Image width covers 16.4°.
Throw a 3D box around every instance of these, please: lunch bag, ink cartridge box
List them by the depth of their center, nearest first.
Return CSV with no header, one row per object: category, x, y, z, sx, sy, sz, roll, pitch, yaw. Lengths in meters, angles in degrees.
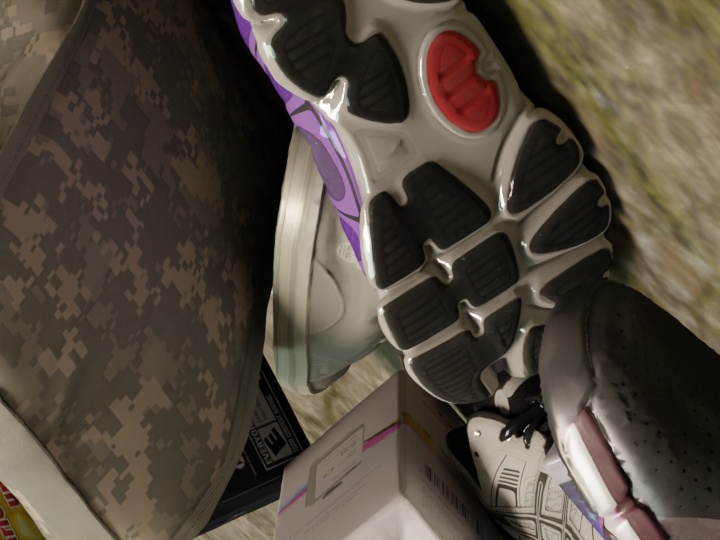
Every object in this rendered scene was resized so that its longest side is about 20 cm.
lunch bag,-0.107,-0.012,0.856,0.117,0.201,0.164,-11,134,21
ink cartridge box,0.028,0.114,0.943,0.117,0.067,0.200,50,-170,-9

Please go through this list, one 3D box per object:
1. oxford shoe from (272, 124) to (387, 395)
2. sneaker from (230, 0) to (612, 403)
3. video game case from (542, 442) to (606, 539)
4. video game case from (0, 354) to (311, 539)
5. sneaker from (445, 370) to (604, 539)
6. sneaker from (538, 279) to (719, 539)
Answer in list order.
oxford shoe,0.000,0.000,0.894,0.057,0.076,0.200,8,160,0
sneaker,0.014,-0.050,0.762,0.201,0.080,0.083,65,172,-30
video game case,0.162,0.103,0.710,0.200,0.018,0.143,50,136,-12
video game case,-0.122,0.019,0.966,0.025,0.180,0.201,-35,80,39
sneaker,0.074,0.065,0.837,0.088,0.076,0.200,45,162,0
sneaker,0.142,0.062,0.637,0.115,0.076,0.200,-29,112,34
